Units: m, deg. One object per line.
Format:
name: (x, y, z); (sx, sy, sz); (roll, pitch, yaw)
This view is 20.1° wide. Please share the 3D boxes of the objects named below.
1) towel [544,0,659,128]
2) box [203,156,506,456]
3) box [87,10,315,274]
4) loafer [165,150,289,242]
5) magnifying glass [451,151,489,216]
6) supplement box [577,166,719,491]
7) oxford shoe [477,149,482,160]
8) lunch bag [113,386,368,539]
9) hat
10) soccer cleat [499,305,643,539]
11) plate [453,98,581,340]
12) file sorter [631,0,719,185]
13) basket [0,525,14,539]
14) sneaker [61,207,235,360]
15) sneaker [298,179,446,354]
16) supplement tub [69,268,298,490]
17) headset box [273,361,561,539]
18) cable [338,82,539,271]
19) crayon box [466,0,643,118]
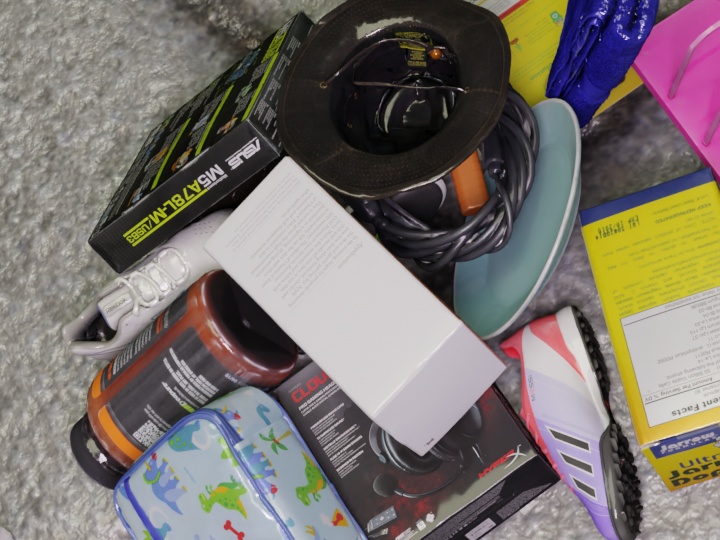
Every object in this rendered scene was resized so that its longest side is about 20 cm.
towel: (0.187, -0.206, 1.551); (0.049, 0.200, 0.149); (14, 74, -4)
box: (-0.004, 0.027, 1.527); (0.098, 0.124, 0.200); (-46, 64, 1)
box: (-0.122, -0.107, 1.681); (0.193, 0.048, 0.200); (-33, 20, 28)
loafer: (-0.097, -0.038, 1.726); (0.200, 0.067, 0.076); (-49, 67, 14)
magnifying glass: (0.071, -0.140, 1.666); (0.079, 0.022, 0.201); (-14, 72, 0)
supplement box: (0.247, 0.045, 1.525); (0.108, 0.110, 0.201); (-18, 62, 14)
oxford shoe: (0.061, -0.169, 1.724); (0.073, 0.071, 0.201); (-9, 71, 4)
lunch bag: (-0.089, 0.205, 1.549); (0.161, 0.082, 0.201); (-38, 83, 39)
hat: (0.030, -0.120, 1.564); (0.199, 0.081, 0.202); (-6, 55, 9)
soccer cleat: (0.162, 0.124, 1.551); (0.073, 0.068, 0.201); (-21, 58, 14)
plate: (0.129, -0.037, 1.594); (0.025, 0.200, 0.201); (19, 71, -17)
file sorter: (0.317, -0.145, 1.525); (0.139, 0.125, 0.200); (-33, 77, -9)
basket: (-0.323, 0.300, 1.596); (0.200, 0.198, 0.161); (41, 91, 30)
sneaker: (-0.164, 0.020, 1.671); (0.200, 0.087, 0.075); (-42, 70, 29)
sneaker: (0.000, 0.000, 1.663); (0.200, 0.072, 0.083); (-40, 48, 11)
supplement tub: (-0.149, 0.095, 1.643); (0.200, 0.107, 0.107); (-41, 57, 28)
headset box: (0.038, 0.121, 1.595); (0.148, 0.077, 0.200); (-36, 61, 4)
cable: (0.064, -0.090, 1.611); (0.163, 0.051, 0.200); (-41, 57, -5)
crayon box: (0.160, -0.195, 1.697); (0.127, 0.051, 0.201); (-34, 59, 5)
